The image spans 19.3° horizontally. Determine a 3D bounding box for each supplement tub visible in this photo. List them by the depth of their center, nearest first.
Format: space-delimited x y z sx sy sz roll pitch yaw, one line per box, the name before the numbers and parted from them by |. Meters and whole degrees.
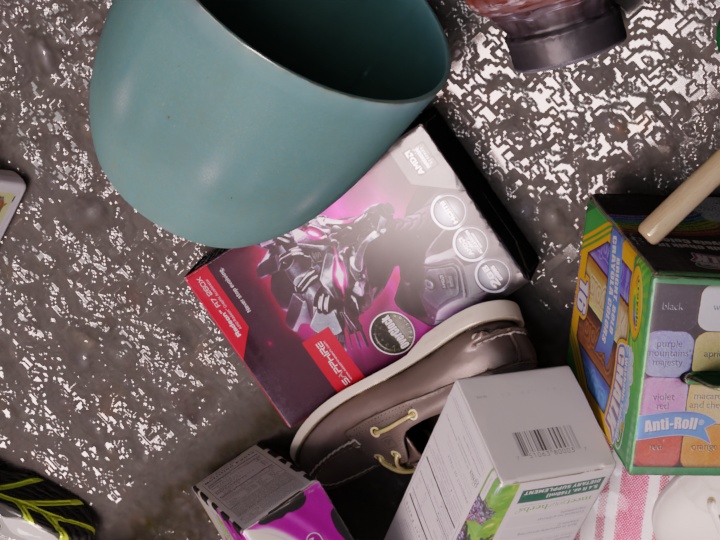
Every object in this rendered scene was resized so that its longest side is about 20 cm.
supplement tub | 0.097 -0.221 1.241 0.107 0.107 0.200 -14 103 18

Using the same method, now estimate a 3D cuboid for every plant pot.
plant pot | -0.071 -0.112 1.278 0.200 0.201 0.161 36 123 0

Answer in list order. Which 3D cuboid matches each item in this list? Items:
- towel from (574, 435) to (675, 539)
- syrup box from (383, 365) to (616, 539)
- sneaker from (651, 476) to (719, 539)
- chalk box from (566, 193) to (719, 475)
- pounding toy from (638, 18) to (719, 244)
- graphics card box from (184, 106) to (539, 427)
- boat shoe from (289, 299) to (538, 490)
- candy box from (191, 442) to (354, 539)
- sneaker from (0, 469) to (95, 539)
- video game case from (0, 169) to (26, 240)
towel | 0.143 0.157 1.394 0.199 0.030 0.147 6 108 12
syrup box | 0.078 0.151 1.303 0.079 0.082 0.200 -6 141 -23
sneaker | 0.260 0.144 1.292 0.200 0.085 0.073 -21 104 31
chalk box | 0.206 0.044 1.235 0.125 0.200 0.124 2 110 -8
pounding toy | 0.274 -0.109 1.214 0.199 0.142 0.185 8 109 11
graphics card box | 0.000 0.000 1.368 0.200 0.051 0.126 -31 98 20
boat shoe | 0.034 0.094 1.363 0.200 0.072 0.060 -37 62 29
candy box | -0.037 0.192 1.359 0.061 0.200 0.137 -32 98 -9
sneaker | -0.287 0.164 1.479 0.200 0.075 0.077 30 112 5
video game case | -0.335 0.012 1.397 0.022 0.182 0.200 47 117 36
